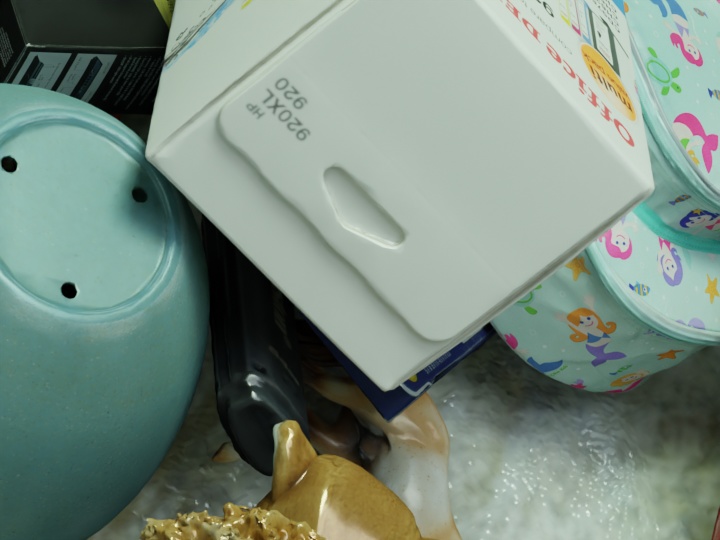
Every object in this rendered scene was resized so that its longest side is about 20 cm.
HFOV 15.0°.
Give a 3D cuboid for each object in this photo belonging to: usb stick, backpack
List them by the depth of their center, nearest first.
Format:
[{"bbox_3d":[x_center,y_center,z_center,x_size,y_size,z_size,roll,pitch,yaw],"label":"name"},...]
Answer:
[{"bbox_3d":[-0.048,0.012,1.192,0.200,0.032,0.056,-99,164,-56],"label":"usb stick"},{"bbox_3d":[0.119,-0.048,1.304,0.177,0.150,0.201,13,62,-51],"label":"backpack"}]

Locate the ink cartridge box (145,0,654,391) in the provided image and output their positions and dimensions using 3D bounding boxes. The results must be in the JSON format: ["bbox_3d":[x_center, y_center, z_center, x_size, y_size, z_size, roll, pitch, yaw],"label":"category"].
[{"bbox_3d":[0.018,-0.084,1.129,0.147,0.144,0.200,44,22,-22],"label":"ink cartridge box"}]

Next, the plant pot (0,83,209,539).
[{"bbox_3d":[-0.140,0.004,1.108,0.199,0.135,0.201,13,61,-25],"label":"plant pot"}]

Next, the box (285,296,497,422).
[{"bbox_3d":[0.000,0.000,1.219,0.121,0.032,0.200,51,16,3],"label":"box"}]

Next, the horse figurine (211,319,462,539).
[{"bbox_3d":[0.001,0.101,1.220,0.132,0.050,0.201,-2,67,-31],"label":"horse figurine"}]

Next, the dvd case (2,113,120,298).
[{"bbox_3d":[-0.173,-0.039,1.210,0.145,0.022,0.201,9,60,-27],"label":"dvd case"}]

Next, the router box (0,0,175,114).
[{"bbox_3d":[-0.120,-0.167,1.269,0.156,0.052,0.201,-1,57,-33],"label":"router box"}]

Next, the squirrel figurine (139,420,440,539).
[{"bbox_3d":[-0.041,0.153,1.057,0.141,0.200,0.187,40,76,2],"label":"squirrel figurine"}]

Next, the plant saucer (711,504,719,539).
[{"bbox_3d":[0.211,0.034,1.306,0.036,0.200,0.201,15,54,8],"label":"plant saucer"}]
